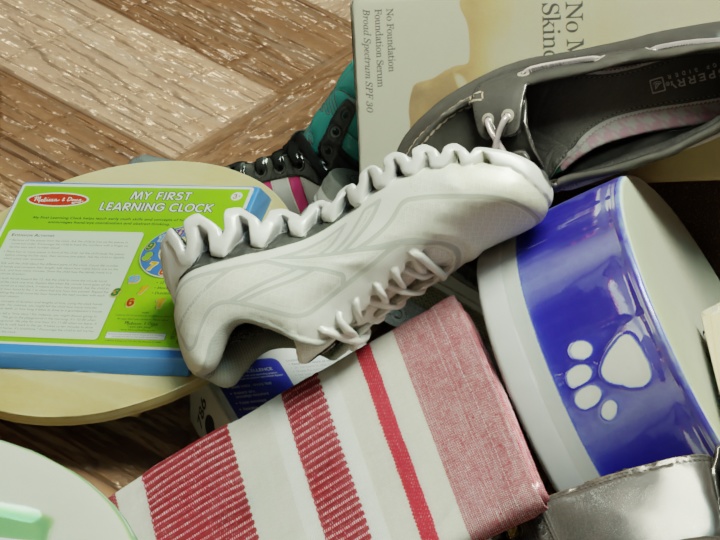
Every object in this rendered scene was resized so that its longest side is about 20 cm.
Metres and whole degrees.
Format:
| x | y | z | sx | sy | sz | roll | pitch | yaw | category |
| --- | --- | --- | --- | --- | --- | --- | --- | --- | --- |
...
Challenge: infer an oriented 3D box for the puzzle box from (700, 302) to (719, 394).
| x | y | z | sx | sy | sz | roll | pitch | yaw | category |
| --- | --- | --- | --- | --- | --- | --- | --- | --- | --- |
| 0.223 | 0.120 | 1.202 | 0.025 | 0.200 | 0.133 | -27 | 32 | 16 | puzzle box |

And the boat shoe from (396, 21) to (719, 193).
| x | y | z | sx | sy | sz | roll | pitch | yaw | category |
| --- | --- | --- | --- | --- | --- | --- | --- | --- | --- |
| 0.109 | -0.076 | 1.230 | 0.200 | 0.067 | 0.057 | -17 | 4 | 7 | boat shoe |

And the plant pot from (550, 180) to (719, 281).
| x | y | z | sx | sy | sz | roll | pitch | yaw | category |
| --- | --- | --- | --- | --- | --- | --- | --- | --- | --- |
| 0.194 | -0.044 | 1.415 | 0.198 | 0.200 | 0.200 | 28 | 37 | 10 | plant pot |

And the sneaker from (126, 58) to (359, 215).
| x | y | z | sx | sy | sz | roll | pitch | yaw | category |
| --- | --- | --- | --- | --- | --- | --- | --- | --- | --- |
| -0.030 | -0.062 | 1.400 | 0.200 | 0.121 | 0.084 | 16 | 16 | 4 | sneaker |

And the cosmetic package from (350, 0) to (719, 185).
| x | y | z | sx | sy | sz | roll | pitch | yaw | category |
| --- | --- | --- | --- | --- | --- | --- | --- | --- | --- |
| 0.099 | -0.094 | 1.294 | 0.200 | 0.105 | 0.071 | -3 | 7 | 6 | cosmetic package |

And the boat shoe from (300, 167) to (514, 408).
| x | y | z | sx | sy | sz | roll | pitch | yaw | category |
| --- | --- | --- | --- | --- | --- | --- | --- | --- | --- |
| 0.050 | 0.027 | 1.347 | 0.202 | 0.065 | 0.074 | 36 | 16 | -9 | boat shoe |

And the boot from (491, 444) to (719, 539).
| x | y | z | sx | sy | sz | roll | pitch | yaw | category |
| --- | --- | --- | --- | --- | --- | --- | --- | --- | --- |
| 0.096 | 0.176 | 1.092 | 0.200 | 0.069 | 0.174 | -23 | 55 | -2 | boot |

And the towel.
| x | y | z | sx | sy | sz | roll | pitch | yaw | category |
| --- | --- | --- | --- | --- | --- | --- | --- | --- | --- |
| -0.019 | 0.107 | 1.170 | 0.200 | 0.023 | 0.144 | -30 | 39 | 8 | towel |

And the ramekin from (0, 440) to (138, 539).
| x | y | z | sx | sy | sz | roll | pitch | yaw | category |
| --- | --- | --- | --- | --- | --- | --- | --- | --- | --- |
| -0.181 | 0.156 | 1.074 | 0.200 | 0.098 | 0.200 | 9 | 34 | -6 | ramekin |

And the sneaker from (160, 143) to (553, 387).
| x | y | z | sx | sy | sz | roll | pitch | yaw | category |
| --- | --- | --- | --- | --- | --- | --- | --- | --- | --- |
| 0.000 | 0.000 | 1.208 | 0.200 | 0.075 | 0.081 | -18 | 56 | 21 | sneaker |

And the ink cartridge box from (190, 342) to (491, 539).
| x | y | z | sx | sy | sz | roll | pitch | yaw | category |
| --- | --- | --- | --- | --- | --- | --- | --- | --- | --- |
| -0.018 | 0.090 | 1.272 | 0.099 | 0.039 | 0.200 | -5 | 37 | -24 | ink cartridge box |

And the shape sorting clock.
| x | y | z | sx | sy | sz | roll | pitch | yaw | category |
| --- | --- | --- | --- | --- | --- | --- | --- | --- | --- |
| -0.127 | 0.010 | 1.315 | 0.200 | 0.039 | 0.200 | -10 | 43 | 9 | shape sorting clock |

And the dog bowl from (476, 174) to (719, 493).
| x | y | z | sx | sy | sz | roll | pitch | yaw | category |
| --- | --- | --- | --- | --- | --- | --- | --- | --- | --- |
| 0.139 | 0.057 | 1.234 | 0.079 | 0.200 | 0.200 | -27 | 31 | 17 | dog bowl |
